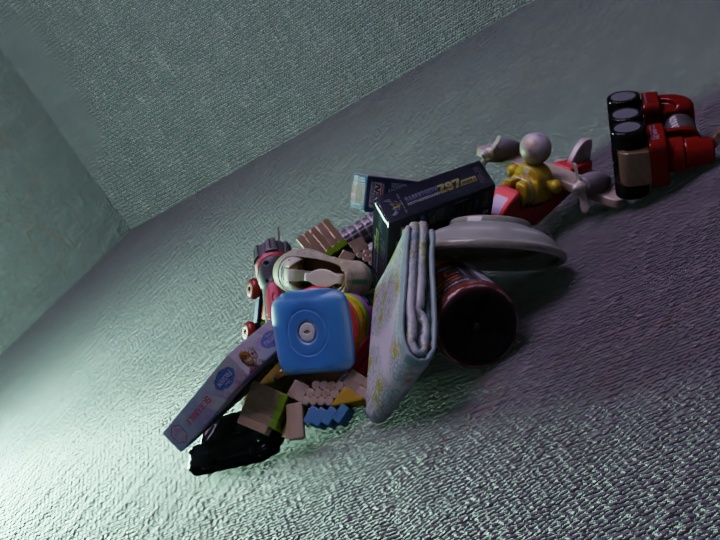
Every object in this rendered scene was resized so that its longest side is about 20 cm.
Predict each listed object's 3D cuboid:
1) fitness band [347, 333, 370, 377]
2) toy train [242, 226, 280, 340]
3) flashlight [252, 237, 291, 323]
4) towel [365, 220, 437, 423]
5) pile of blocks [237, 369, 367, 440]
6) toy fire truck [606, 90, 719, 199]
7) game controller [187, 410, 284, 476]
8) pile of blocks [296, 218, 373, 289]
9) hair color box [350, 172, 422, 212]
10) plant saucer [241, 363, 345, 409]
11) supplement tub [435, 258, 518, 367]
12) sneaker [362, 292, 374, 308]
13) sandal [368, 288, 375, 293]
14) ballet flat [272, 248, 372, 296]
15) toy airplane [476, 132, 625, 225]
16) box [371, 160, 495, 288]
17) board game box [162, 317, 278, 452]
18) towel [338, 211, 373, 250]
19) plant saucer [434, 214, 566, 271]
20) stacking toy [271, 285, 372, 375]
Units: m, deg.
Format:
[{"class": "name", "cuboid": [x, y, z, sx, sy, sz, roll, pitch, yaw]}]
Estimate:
[{"class": "fitness band", "cuboid": [0.056, 0.095, 1.714, 0.143, 0.038, 0.200, -21, 21, 35]}, {"class": "toy train", "cuboid": [-0.125, 0.033, 2.026, 0.084, 0.202, 0.115, 5, 2, -30]}, {"class": "flashlight", "cuboid": [-0.127, 0.040, 1.926, 0.068, 0.068, 0.201, -27, 42, 15]}, {"class": "towel", "cuboid": [0.051, 0.063, 1.530, 0.172, 0.048, 0.201, 113, 165, -55]}, {"class": "pile of blocks", "cuboid": [-0.057, 0.182, 1.634, 0.198, 0.062, 0.083, -9, 69, 21]}, {"class": "toy fire truck", "cuboid": [0.432, -0.193, 1.673, 0.198, 0.130, 0.176, -5, 27, 12]}, {"class": "game controller", "cuboid": [-0.164, 0.231, 1.744, 0.199, 0.042, 0.104, -19, 23, 44]}, {"class": "pile of blocks", "cuboid": [0.000, 0.000, 1.835, 0.082, 0.199, 0.062, -57, -21, -26]}, {"class": "hair color box", "cuboid": [0.091, -0.116, 2.020, 0.198, 0.061, 0.100, 6, 5, -14]}, {"class": "plant saucer", "cuboid": [-0.104, 0.162, 1.845, 0.199, 0.036, 0.200, -32, 15, 10]}, {"class": "supplement tub", "cuboid": [0.123, 0.047, 1.571, 0.107, 0.107, 0.200, -35, 14, -1]}, {"class": "sneaker", "cuboid": [-0.019, 0.058, 1.822, 0.198, 0.087, 0.078, -17, 15, -9]}, {"class": "sandal", "cuboid": [0.044, 0.013, 1.916, 0.211, 0.078, 0.070, -31, 14, 37]}, {"class": "ballet flat", "cuboid": [-0.069, 0.003, 1.775, 0.199, 0.068, 0.062, 2, 3, 43]}, {"class": "toy airplane", "cuboid": [0.262, -0.137, 1.764, 0.198, 0.142, 0.200, -9, 37, 9]}, {"class": "box", "cuboid": [0.095, -0.046, 1.695, 0.157, 0.051, 0.201, -21, -32, -14]}, {"class": "board game box", "cuboid": [-0.159, 0.137, 1.725, 0.200, 0.041, 0.200, -49, -5, 39]}, {"class": "towel", "cuboid": [-0.019, -0.015, 1.980, 0.165, 0.086, 0.200, -30, -9, -3]}, {"class": "plant saucer", "cuboid": [0.166, -0.037, 1.616, 0.198, 0.051, 0.200, 3, -9, 1]}, {"class": "stacking toy", "cuboid": [-0.023, 0.070, 1.686, 0.115, 0.111, 0.200, -7, 2, 28]}]
